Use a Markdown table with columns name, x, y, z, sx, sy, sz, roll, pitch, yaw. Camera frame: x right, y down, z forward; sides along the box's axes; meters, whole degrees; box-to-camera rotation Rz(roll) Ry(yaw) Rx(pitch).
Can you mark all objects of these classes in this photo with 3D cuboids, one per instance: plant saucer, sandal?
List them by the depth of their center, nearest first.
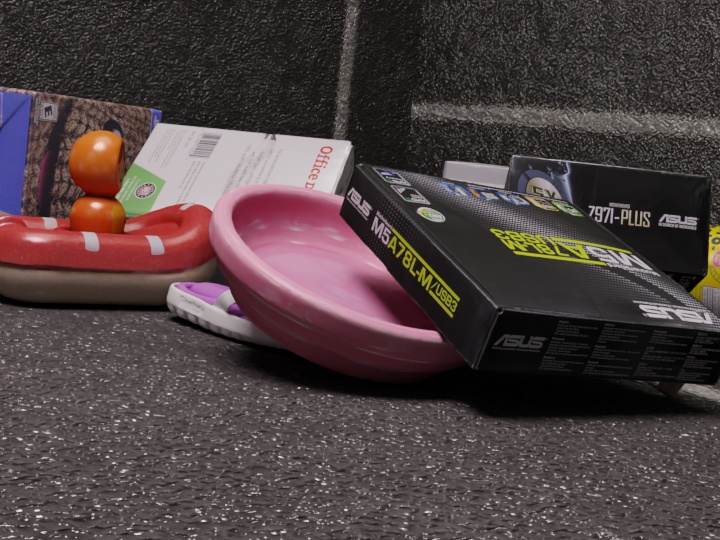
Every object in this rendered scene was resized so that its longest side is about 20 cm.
| name | x | y | z | sx | sy | sz | roll | pitch | yaw |
| --- | --- | --- | --- | --- | --- | --- | --- | --- | --- |
| plant saucer | -0.006 | 0.010 | 0.735 | 0.199 | 0.051 | 0.201 | 20 | 21 | -8 |
| sandal | -0.061 | 0.023 | 0.801 | 0.201 | 0.050 | 0.082 | 11 | 8 | 34 |

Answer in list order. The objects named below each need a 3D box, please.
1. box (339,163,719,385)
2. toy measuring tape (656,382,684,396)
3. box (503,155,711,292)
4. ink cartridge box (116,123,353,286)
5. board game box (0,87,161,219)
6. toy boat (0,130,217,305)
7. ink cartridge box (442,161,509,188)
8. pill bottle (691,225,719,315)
| name | x | y | z | sx | sy | sz | roll | pitch | yaw |
| --- | --- | --- | --- | --- | --- | --- | --- | --- | --- |
| box | 0.111 | 0.001 | 0.739 | 0.199 | 0.048 | 0.193 | 7 | 23 | -30 |
| toy measuring tape | 0.184 | 0.038 | 0.838 | 0.073 | 0.074 | 0.200 | 6 | 11 | -3 |
| box | 0.198 | -0.017 | 0.990 | 0.162 | 0.087 | 0.200 | 6 | -16 | 5 |
| ink cartridge box | -0.115 | -0.057 | 1.057 | 0.198 | 0.085 | 0.147 | 7 | 42 | 11 |
| board game box | -0.289 | -0.085 | 1.076 | 0.096 | 0.161 | 0.200 | 9 | 7 | 22 |
| toy boat | -0.206 | -0.044 | 0.902 | 0.199 | 0.132 | 0.130 | 2 | 8 | -35 |
| ink cartridge box | 0.206 | -0.107 | 1.922 | 0.144 | 0.146 | 0.200 | 7 | 5 | 7 |
| pill bottle | 0.383 | 0.009 | 1.164 | 0.199 | 0.105 | 0.104 | 10 | 7 | 35 |
